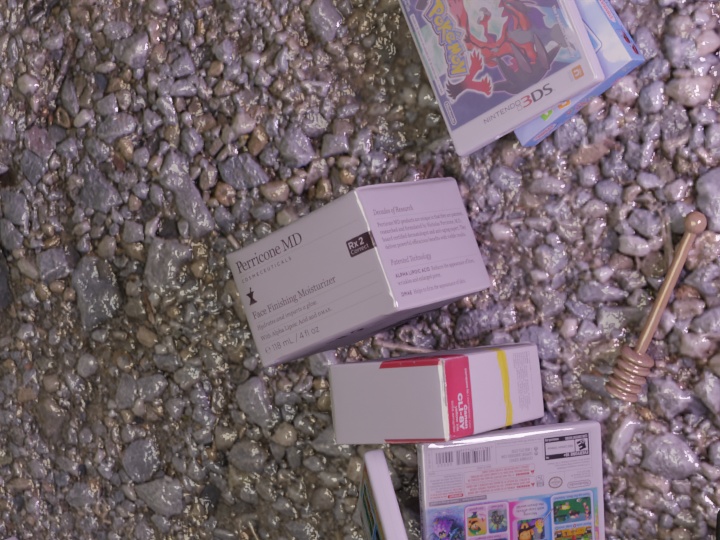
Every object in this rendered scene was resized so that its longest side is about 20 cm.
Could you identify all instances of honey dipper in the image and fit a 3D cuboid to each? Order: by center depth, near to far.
[{"bbox_3d":[0.296,0.035,1.267,0.038,0.038,0.202,30,110,29],"label":"honey dipper"}]

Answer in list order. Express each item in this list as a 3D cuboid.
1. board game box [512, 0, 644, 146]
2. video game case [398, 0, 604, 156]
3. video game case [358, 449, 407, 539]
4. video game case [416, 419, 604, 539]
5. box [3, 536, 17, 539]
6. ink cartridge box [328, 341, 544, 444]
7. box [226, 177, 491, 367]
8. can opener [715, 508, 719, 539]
[{"bbox_3d":[0.180,-0.255,1.316,0.151,0.036,0.202,-37,75,33],"label":"board game box"},{"bbox_3d":[0.137,-0.247,1.311,0.181,0.023,0.203,-26,80,36],"label":"video game case"},{"bbox_3d":[0.035,0.311,1.329,0.183,0.023,0.202,95,161,-63],"label":"video game case"},{"bbox_3d":[0.157,0.256,1.316,0.024,0.197,0.185,-163,69,-75],"label":"video game case"},{"bbox_3d":[-0.559,0.534,1.848,0.199,0.199,0.172,48,122,22],"label":"box"},{"bbox_3d":[0.083,0.127,1.328,0.144,0.199,0.085,-8,87,36],"label":"ink cartridge box"},{"bbox_3d":[0.000,0.000,1.376,0.198,0.199,0.132,-25,82,35],"label":"box"},{"bbox_3d":[0.369,0.327,1.209,0.066,0.053,0.203,2,97,3],"label":"can opener"}]
